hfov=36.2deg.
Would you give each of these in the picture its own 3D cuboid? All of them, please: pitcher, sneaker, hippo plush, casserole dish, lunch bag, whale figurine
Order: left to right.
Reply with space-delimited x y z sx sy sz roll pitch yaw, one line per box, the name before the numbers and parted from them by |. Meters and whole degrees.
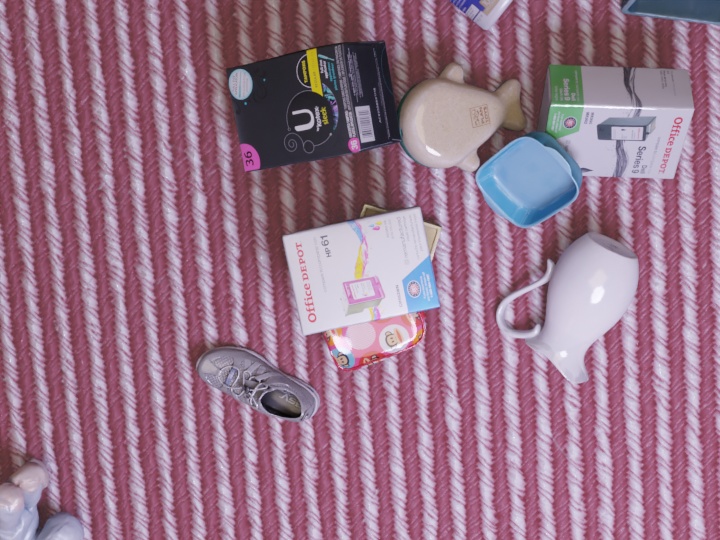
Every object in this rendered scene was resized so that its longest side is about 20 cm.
hippo plush | -0.521 0.407 1.688 0.200 0.159 0.161 -39 94 7
sneaker | -0.156 0.173 1.676 0.199 0.082 0.075 20 98 0
lunch bag | 0.013 0.032 1.622 0.175 0.082 0.201 -21 96 5
whale figurine | 0.143 -0.224 1.614 0.199 0.104 0.160 -18 102 -19
casserole dish | 0.245 -0.134 1.583 0.121 0.200 0.039 46 62 -4
pitcher | 0.305 0.039 1.628 0.171 0.121 0.201 29 110 14

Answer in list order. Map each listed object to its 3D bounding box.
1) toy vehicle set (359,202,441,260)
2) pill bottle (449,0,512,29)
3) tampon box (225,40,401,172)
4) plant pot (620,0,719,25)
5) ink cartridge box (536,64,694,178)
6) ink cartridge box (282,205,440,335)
toy vehicle set | 0.036 0.010 1.673 0.123 0.027 0.201 18 98 0
pill bottle | 0.141 -0.449 1.560 0.200 0.120 0.120 39 98 -3
tampon box | -0.066 -0.232 1.560 0.199 0.126 0.151 -7 97 31
plant pot | 0.484 -0.462 1.511 0.194 0.196 0.202 8 90 2
ink cartridge box | 0.357 -0.209 1.563 0.198 0.085 0.146 2 143 3
ink cartridge box | 0.000 0.000 1.542 0.198 0.085 0.146 -12 93 3
